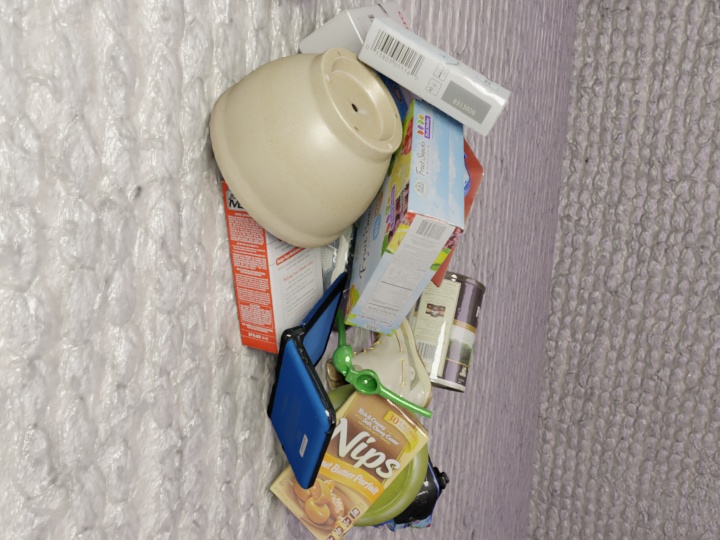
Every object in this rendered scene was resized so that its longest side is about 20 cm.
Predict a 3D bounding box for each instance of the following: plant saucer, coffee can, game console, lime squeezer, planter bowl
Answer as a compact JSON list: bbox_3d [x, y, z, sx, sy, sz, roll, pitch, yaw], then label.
[{"bbox_3d":[0.000,0.265,0.900,0.031,0.195,0.206,31,67,-89],"label":"plant saucer"},{"bbox_3d":[0.151,0.116,1.223,0.146,0.143,0.205,34,67,-61],"label":"coffee can"},{"bbox_3d":[-0.044,0.137,0.780,0.116,0.172,0.202,-17,148,-25],"label":"game console"},{"bbox_3d":[0.006,0.130,0.828,0.070,0.200,0.038,6,123,-55],"label":"lime squeezer"},{"bbox_3d":[0.119,-0.113,1.003,0.202,0.036,0.203,-101,-156,-55],"label":"plant saucer"},{"bbox_3d":[-0.040,-0.146,0.675,0.198,0.134,0.204,30,45,-35],"label":"planter bowl"}]

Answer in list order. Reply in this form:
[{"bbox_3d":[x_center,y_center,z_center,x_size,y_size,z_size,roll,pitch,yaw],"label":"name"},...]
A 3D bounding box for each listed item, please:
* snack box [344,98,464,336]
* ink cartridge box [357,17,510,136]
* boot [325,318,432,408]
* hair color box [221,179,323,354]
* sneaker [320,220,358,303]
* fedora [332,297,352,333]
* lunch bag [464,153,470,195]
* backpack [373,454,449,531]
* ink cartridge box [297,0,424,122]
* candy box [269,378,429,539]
[{"bbox_3d":[0.046,-0.053,0.708,0.202,0.066,0.172,116,-15,-49],"label":"snack box"},{"bbox_3d":[0.096,-0.230,0.724,0.048,0.158,0.200,-60,178,29],"label":"ink cartridge box"},{"bbox_3d":[0.014,0.134,1.010,0.151,0.203,0.073,0,138,-29],"label":"boot"},{"bbox_3d":[-0.100,-0.019,0.766,0.111,0.063,0.205,-36,129,-55],"label":"hair color box"},{"bbox_3d":[-0.041,-0.056,0.853,0.077,0.084,0.206,1,94,-74],"label":"sneaker"},{"bbox_3d":[0.000,0.000,0.942,0.176,0.088,0.205,-38,130,-55],"label":"fedora"},{"bbox_3d":[0.079,-0.141,0.904,0.075,0.159,0.203,41,28,-33],"label":"lunch bag"},{"bbox_3d":[0.051,0.333,1.039,0.203,0.131,0.185,88,-18,-49],"label":"backpack"},{"bbox_3d":[0.021,-0.264,0.844,0.147,0.083,0.200,62,30,-12],"label":"ink cartridge box"},{"bbox_3d":[-0.013,0.254,0.857,0.201,0.115,0.055,-48,175,1],"label":"candy box"}]
